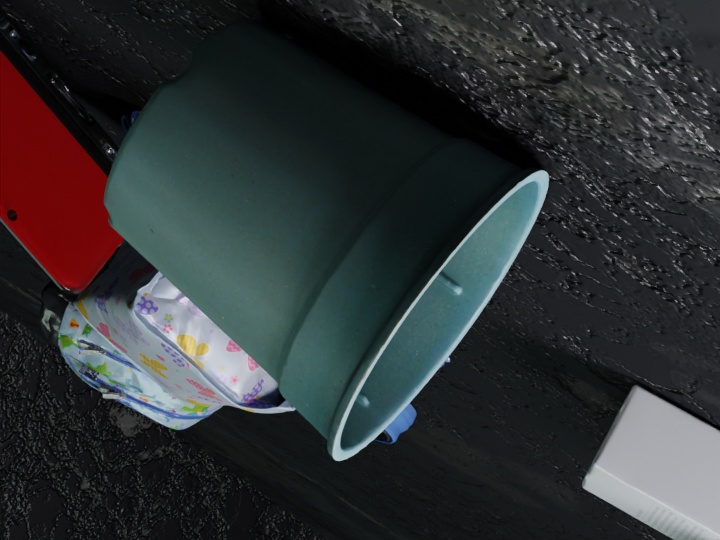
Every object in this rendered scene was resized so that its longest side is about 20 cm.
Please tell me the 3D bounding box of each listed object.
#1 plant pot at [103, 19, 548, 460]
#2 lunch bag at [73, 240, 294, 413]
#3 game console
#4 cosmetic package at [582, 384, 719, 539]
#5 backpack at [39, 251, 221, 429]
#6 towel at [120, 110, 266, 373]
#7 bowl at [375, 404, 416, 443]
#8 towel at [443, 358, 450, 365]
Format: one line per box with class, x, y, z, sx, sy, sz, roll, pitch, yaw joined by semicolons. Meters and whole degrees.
plant pot;-0.029;-0.029;1.117;0.196;0.201;0.200;36;169;12
lunch bag;-0.153;0.058;1.884;0.200;0.127;0.169;46;161;-19
game console;-0.263;-0.091;1.471;0.200;0.119;0.172;51;162;-17
cosmetic package;0.268;0.171;1.433;0.199;0.072;0.102;29;167;9
backpack;-0.219;0.074;2.052;0.198;0.155;0.163;13;-160;19
towel;-0.121;-0.021;1.519;0.201;0.024;0.147;61;180;23
bowl;-0.036;0.118;2.032;0.200;0.040;0.201;30;168;7
towel;-0.018;0.037;1.710;0.144;0.024;0.200;37;166;-23
